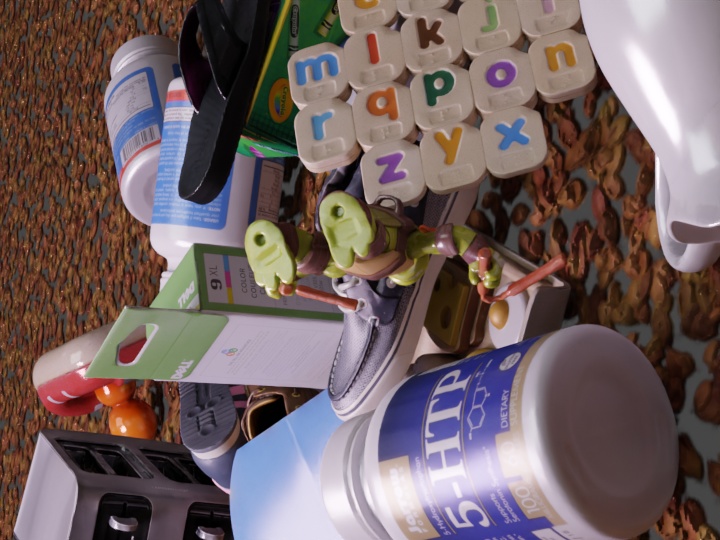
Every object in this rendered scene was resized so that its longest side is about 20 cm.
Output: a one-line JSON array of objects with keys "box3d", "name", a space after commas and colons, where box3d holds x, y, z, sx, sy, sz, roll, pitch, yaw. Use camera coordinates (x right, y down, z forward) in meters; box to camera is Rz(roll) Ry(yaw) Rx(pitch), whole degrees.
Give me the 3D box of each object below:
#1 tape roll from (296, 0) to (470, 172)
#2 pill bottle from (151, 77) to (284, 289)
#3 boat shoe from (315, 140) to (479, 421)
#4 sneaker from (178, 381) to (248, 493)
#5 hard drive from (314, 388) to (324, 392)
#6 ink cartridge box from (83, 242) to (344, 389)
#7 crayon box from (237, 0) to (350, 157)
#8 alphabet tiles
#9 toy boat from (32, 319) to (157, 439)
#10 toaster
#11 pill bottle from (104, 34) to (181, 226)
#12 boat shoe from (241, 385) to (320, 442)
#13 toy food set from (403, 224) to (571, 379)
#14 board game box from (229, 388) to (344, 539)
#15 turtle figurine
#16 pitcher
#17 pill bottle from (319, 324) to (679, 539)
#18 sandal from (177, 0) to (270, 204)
[{"box3d": [0.011, -0.167, 1.272, 0.200, 0.066, 0.201, -47, 30, 39], "name": "tape roll"}, {"box3d": [-0.128, -0.064, 1.519, 0.112, 0.112, 0.201, 0, 82, 65], "name": "pill bottle"}, {"box3d": [0.000, 0.000, 1.155, 0.075, 0.092, 0.201, 26, 95, 64], "name": "boat shoe"}, {"box3d": [-0.117, 0.126, 1.519, 0.070, 0.082, 0.200, -23, 29, 14], "name": "sneaker"}, {"box3d": [0.006, 0.003, 1.311, 0.135, 0.042, 0.201, -176, 93, -65], "name": "hard drive"}, {"box3d": [-0.092, 0.033, 1.225, 0.104, 0.199, 0.060, -49, 44, 50], "name": "ink cartridge box"}, {"box3d": [-0.049, -0.186, 1.262, 0.119, 0.058, 0.201, 6, 75, 66], "name": "crayon box"}, {"box3d": [0.051, -0.129, 1.115, 0.015, 0.199, 0.196, 60, -163, -54], "name": "alphabet tiles"}, {"box3d": [-0.255, 0.124, 1.780, 0.200, 0.130, 0.131, -22, 92, 62], "name": "toy boat"}, {"box3d": [-0.205, 0.228, 1.544, 0.200, 0.180, 0.119, 28, 105, 63], "name": "toaster"}, {"box3d": [-0.197, -0.145, 1.714, 0.201, 0.112, 0.113, -107, 35, -44], "name": "pill bottle"}, {"box3d": [-0.063, 0.114, 1.396, 0.200, 0.067, 0.072, -133, 55, -60], "name": "boat shoe"}, {"box3d": [0.064, 0.052, 1.150, 0.200, 0.060, 0.144, 37, 116, 62], "name": "toy food set"}, {"box3d": [-0.014, 0.179, 1.275, 0.200, 0.039, 0.159, -36, 70, 35], "name": "board game box"}, {"box3d": [0.013, -0.015, 1.032, 0.199, 0.161, 0.065, -3, 84, 25], "name": "turtle figurine"}, {"box3d": [0.177, -0.107, 0.908, 0.172, 0.121, 0.201, 127, 134, -72], "name": "pitcher"}, {"box3d": [0.073, 0.110, 0.992, 0.200, 0.119, 0.120, -22, 63, 45], "name": "pill bottle"}, {"box3d": [-0.104, -0.146, 1.211, 0.075, 0.048, 0.201, -28, 47, 55], "name": "sandal"}]
